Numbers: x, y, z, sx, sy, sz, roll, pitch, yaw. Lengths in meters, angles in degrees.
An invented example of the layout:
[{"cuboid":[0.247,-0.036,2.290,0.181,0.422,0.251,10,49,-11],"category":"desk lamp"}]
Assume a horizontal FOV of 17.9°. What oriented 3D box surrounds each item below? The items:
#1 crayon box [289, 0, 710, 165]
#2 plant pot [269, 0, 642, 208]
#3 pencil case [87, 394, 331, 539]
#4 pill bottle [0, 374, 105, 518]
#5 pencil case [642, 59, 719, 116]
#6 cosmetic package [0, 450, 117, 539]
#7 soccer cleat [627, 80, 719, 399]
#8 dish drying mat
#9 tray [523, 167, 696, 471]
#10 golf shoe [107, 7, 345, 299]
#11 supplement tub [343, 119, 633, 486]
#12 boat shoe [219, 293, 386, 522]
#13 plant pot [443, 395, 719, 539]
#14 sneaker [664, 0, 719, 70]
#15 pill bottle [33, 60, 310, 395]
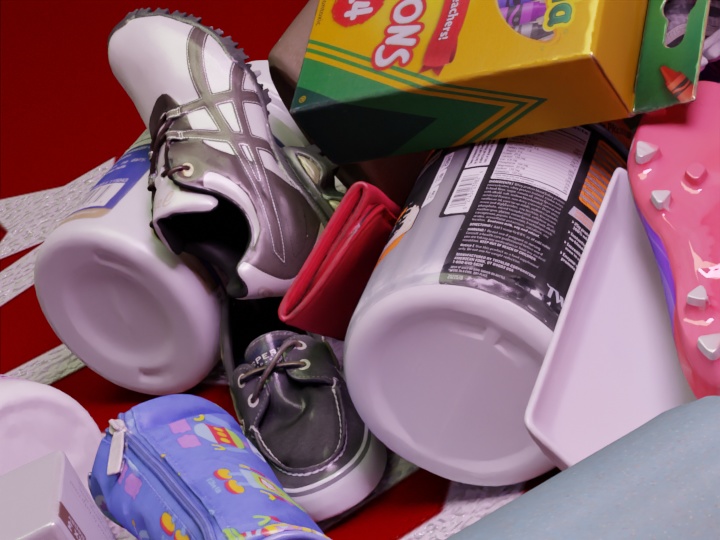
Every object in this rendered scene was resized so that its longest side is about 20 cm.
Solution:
[{"cuboid":[0.071,-0.128,1.105,0.199,0.051,0.127,-8,53,30],"category":"crayon box"},{"cuboid":[0.050,-0.123,1.275,0.174,0.201,0.200,-38,26,-8],"category":"plant pot"},{"cuboid":[-0.067,0.120,1.063,0.078,0.087,0.200,-51,28,0],"category":"pencil case"},{"cuboid":[-0.231,0.105,1.234,0.112,0.113,0.199,-43,29,-29],"category":"pill bottle"},{"cuboid":[0.211,-0.063,1.125,0.085,0.093,0.200,-31,24,-5],"category":"pencil case"},{"cuboid":[-0.206,0.177,1.087,0.199,0.102,0.074,-24,26,6],"category":"cosmetic package"},{"cuboid":[0.161,-0.005,1.029,0.066,0.077,0.201,-10,43,5],"category":"soccer cleat"},{"cuboid":[0.000,0.000,1.154,0.077,0.018,0.200,-58,-9,1],"category":"dish drying mat"},{"cuboid":[0.125,0.045,1.007,0.022,0.107,0.200,-39,15,36],"category":"tray"},{"cuboid":[-0.087,-0.064,1.235,0.094,0.078,0.200,-26,61,-36],"category":"golf shoe"},{"cuboid":[0.073,-0.001,1.111,0.122,0.123,0.200,-14,28,27],"category":"supplement tub"},{"cuboid":[-0.038,0.058,1.179,0.070,0.066,0.200,-26,25,4],"category":"boat shoe"},{"cuboid":[0.082,0.152,0.754,0.196,0.201,0.200,-32,24,-26],"category":"plant pot"},{"cuboid":[0.164,-0.165,1.151,0.200,0.088,0.074,-43,27,-23],"category":"sneaker"},{"cuboid":[-0.091,-0.033,1.342,0.119,0.120,0.200,-6,32,38],"category":"pill bottle"}]
